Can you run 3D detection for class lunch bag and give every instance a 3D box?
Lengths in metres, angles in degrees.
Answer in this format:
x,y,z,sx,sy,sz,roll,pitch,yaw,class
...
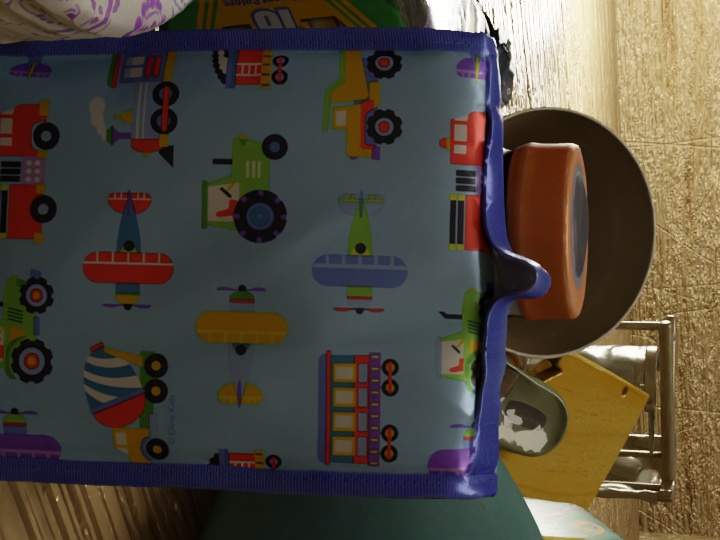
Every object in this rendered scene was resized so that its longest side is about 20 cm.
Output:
x,y,z,sx,sy,sz,roll,pitch,yaw,class
-0.035,-0.002,0.400,0.094,0.197,0.153,14,78,-71,lunch bag

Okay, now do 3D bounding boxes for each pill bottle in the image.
x,y,z,sx,sy,sz,roll,pitch,yaw,class
-0.003,-0.016,0.499,0.106,0.197,0.108,0,90,-71,pill bottle

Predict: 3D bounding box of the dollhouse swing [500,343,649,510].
x,y,z,sx,sy,sz,roll,pitch,yaw,class
0.136,0.155,1.080,0.181,0.175,0.202,27,94,-36,dollhouse swing

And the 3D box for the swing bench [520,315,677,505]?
x,y,z,sx,sy,sz,roll,pitch,yaw,class
0.256,0.153,1.311,0.130,0.196,0.203,-3,94,-72,swing bench

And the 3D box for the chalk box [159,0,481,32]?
x,y,z,sx,sy,sz,roll,pitch,yaw,class
-0.008,-0.119,0.611,0.201,0.122,0.126,67,29,-53,chalk box

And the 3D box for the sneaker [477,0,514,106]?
x,y,z,sx,sy,sz,roll,pitch,yaw,class
0.080,-0.147,0.955,0.147,0.076,0.205,59,34,-53,sneaker

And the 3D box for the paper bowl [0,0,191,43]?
x,y,z,sx,sy,sz,roll,pitch,yaw,class
-0.112,-0.164,0.314,0.200,0.103,0.204,0,90,-73,paper bowl

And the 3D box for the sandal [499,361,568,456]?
x,y,z,sx,sy,sz,roll,pitch,yaw,class
0.097,0.101,0.896,0.199,0.057,0.081,18,98,-32,sandal

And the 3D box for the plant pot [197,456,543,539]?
x,y,z,sx,sy,sz,roll,pitch,yaw,class
0.005,0.151,0.566,0.201,0.197,0.190,71,12,-45,plant pot

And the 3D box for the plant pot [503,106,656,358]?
x,y,z,sx,sy,sz,roll,pitch,yaw,class
0.131,-0.033,0.992,0.134,0.197,0.203,-171,-101,-71,plant pot

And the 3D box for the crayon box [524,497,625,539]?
x,y,z,sx,sy,sz,roll,pitch,yaw,class
0.073,0.209,0.747,0.198,0.058,0.120,15,100,-36,crayon box

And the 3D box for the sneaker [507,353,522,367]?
x,y,z,sx,sy,sz,roll,pitch,yaw,class
0.128,0.012,1.108,0.079,0.078,0.202,58,35,-57,sneaker
